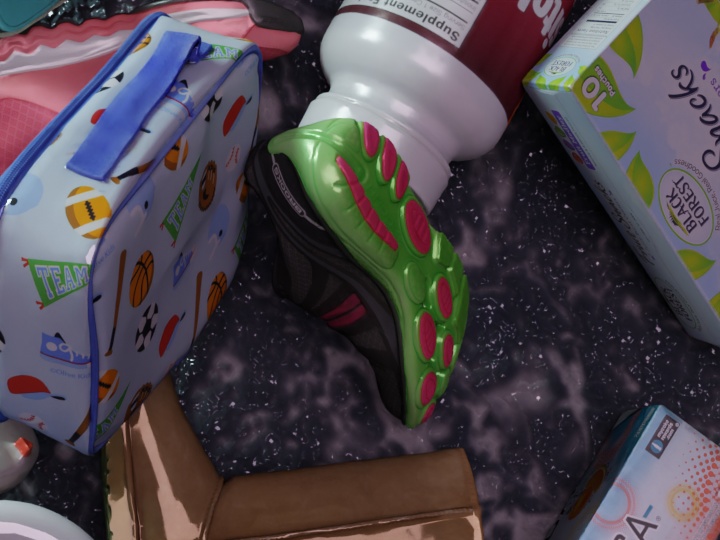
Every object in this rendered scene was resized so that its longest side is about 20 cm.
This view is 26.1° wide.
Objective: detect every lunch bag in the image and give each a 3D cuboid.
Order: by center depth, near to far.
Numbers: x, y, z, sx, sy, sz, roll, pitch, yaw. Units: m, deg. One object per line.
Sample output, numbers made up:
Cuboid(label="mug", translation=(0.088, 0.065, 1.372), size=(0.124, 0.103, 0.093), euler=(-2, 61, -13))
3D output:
Cuboid(label="lunch bag", translation=(-0.111, -0.026, 0.741), size=(0.075, 0.162, 0.201), euler=(17, 44, 11))

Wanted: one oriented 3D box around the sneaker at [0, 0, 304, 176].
Cuboid(label="sneaker", translation=(-0.124, -0.096, 0.844), size=(0.197, 0.074, 0.088), euler=(-12, 94, -5))

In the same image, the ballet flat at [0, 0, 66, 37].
Cuboid(label="ballet flat", translation=(-0.155, -0.182, 0.828), size=(0.070, 0.069, 0.200), euler=(52, 44, 0))

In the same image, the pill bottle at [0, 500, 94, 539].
Cuboid(label="pill bottle", translation=(-0.170, 0.167, 0.720), size=(0.114, 0.200, 0.117), euler=(2, 80, -14))

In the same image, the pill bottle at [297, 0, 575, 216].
Cuboid(label="pill bottle", translation=(0.049, -0.136, 0.850), size=(0.112, 0.113, 0.201), euler=(31, 79, -4))

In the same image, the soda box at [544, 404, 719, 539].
Cuboid(label="soda box", translation=(0.128, 0.174, 0.844), size=(0.068, 0.064, 0.201), euler=(35, 77, -3))

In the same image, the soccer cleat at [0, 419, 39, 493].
Cuboid(label="soccer cleat", translation=(-0.239, 0.100, 0.739), size=(0.069, 0.199, 0.078), euler=(50, 117, 19))

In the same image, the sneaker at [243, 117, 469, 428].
Cuboid(label="sneaker", translation=(0.000, 0.000, 0.816), size=(0.077, 0.083, 0.201), euler=(-55, 136, -36))

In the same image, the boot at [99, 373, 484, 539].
Cuboid(label="boot", translation=(-0.038, 0.112, 0.828), size=(0.197, 0.066, 0.178), euler=(-2, 86, -13))

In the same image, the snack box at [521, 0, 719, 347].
Cuboid(label="snack box", translation=(0.195, -0.075, 0.858), size=(0.142, 0.053, 0.200), euler=(-45, 117, -12))
